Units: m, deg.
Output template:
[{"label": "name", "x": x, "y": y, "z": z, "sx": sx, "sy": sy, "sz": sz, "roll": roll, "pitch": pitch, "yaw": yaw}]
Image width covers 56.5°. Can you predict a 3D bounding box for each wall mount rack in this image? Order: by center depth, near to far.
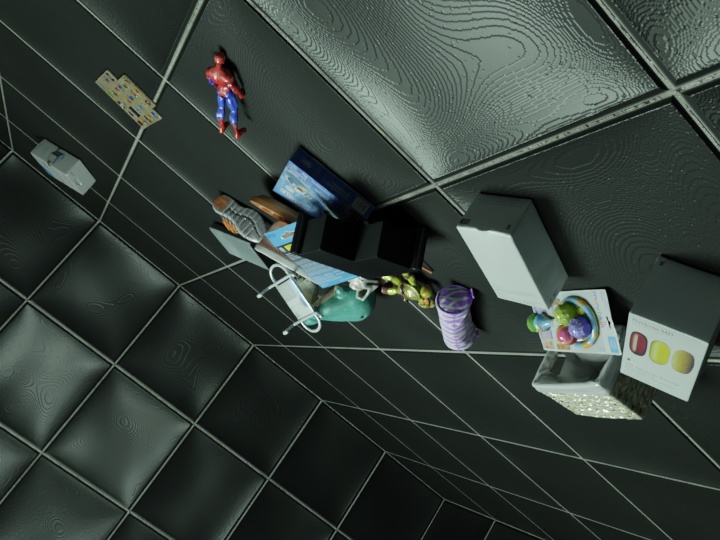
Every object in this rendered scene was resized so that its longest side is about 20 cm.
[{"label": "wall mount rack", "x": -0.158, "y": 0.072, "z": 1.620, "sx": 0.174, "sy": 0.075, "sz": 0.200, "roll": -29, "pitch": 98, "yaw": 43}]

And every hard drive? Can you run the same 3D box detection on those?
[{"label": "hard drive", "x": -0.375, "y": -0.078, "z": 2.129, "sx": 0.199, "sy": 0.033, "sz": 0.140, "roll": 20, "pitch": 155, "yaw": 37}]

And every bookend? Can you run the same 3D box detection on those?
[{"label": "bookend", "x": -0.005, "y": -0.060, "z": 1.347, "sx": 0.199, "sy": 0.093, "sz": 0.198, "roll": 19, "pitch": 165, "yaw": -29}]

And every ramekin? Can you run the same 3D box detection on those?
[{"label": "ramekin", "x": -0.158, "y": -0.047, "z": 1.686, "sx": 0.202, "sy": 0.094, "sz": 0.202, "roll": 29, "pitch": 177, "yaw": 1}]

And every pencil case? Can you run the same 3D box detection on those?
[{"label": "pencil case", "x": 0.220, "y": 0.109, "z": 1.506, "sx": 0.085, "sy": 0.084, "sz": 0.200, "roll": -8, "pitch": 149, "yaw": 10}]

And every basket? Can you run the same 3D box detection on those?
[{"label": "basket", "x": 0.443, "y": 0.193, "z": 1.245, "sx": 0.123, "sy": 0.136, "sz": 0.200, "roll": 38, "pitch": 160, "yaw": -11}]

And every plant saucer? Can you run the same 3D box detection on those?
[{"label": "plant saucer", "x": -0.170, "y": -0.129, "z": 1.608, "sx": 0.200, "sy": 0.032, "sz": 0.200, "roll": 29, "pitch": 177, "yaw": 1}]

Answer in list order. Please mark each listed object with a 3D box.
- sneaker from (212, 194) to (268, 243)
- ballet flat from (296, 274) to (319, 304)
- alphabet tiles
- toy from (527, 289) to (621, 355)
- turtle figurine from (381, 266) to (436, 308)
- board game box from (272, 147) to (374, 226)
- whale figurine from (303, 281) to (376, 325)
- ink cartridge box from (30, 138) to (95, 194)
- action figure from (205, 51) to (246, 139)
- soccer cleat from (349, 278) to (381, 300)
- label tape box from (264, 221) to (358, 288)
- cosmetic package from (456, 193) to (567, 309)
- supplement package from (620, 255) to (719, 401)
[{"label": "sneaker", "x": -0.324, "y": -0.130, "z": 1.885, "sx": 0.200, "sy": 0.078, "sz": 0.112, "roll": 40, "pitch": 167, "yaw": 21}, {"label": "ballet flat", "x": -0.140, "y": 0.028, "z": 1.803, "sx": 0.067, "sy": 0.062, "sz": 0.200, "roll": 36, "pitch": -160, "yaw": -23}, {"label": "alphabet tiles", "x": -0.586, "y": -0.438, "z": 1.702, "sx": 0.167, "sy": 0.008, "sz": 0.200, "roll": 46, "pitch": 158, "yaw": -25}, {"label": "toy", "x": 0.368, "y": 0.098, "z": 1.204, "sx": 0.200, "sy": 0.047, "sz": 0.116, "roll": -8, "pitch": 99, "yaw": 69}, {"label": "turtle figurine", "x": 0.114, "y": 0.045, "z": 1.553, "sx": 0.161, "sy": 0.065, "sz": 0.200, "roll": 15, "pitch": 152, "yaw": 45}, {"label": "board game box", "x": -0.086, "y": -0.157, "z": 1.458, "sx": 0.200, "sy": 0.043, "sz": 0.199, "roll": 38, "pitch": 161, "yaw": -6}, {"label": "whale figurine", "x": -0.049, "y": 0.094, "z": 1.726, "sx": 0.104, "sy": 0.199, "sz": 0.159, "roll": 56, "pitch": 158, "yaw": 26}, {"label": "ink cartridge box", "x": -1.152, "y": -0.401, "z": 2.599, "sx": 0.199, "sy": 0.086, "sz": 0.147, "roll": 28, "pitch": 159, "yaw": 17}, {"label": "action figure", "x": -0.264, "y": -0.347, "z": 1.317, "sx": 0.065, "sy": 0.052, "sz": 0.200, "roll": 26, "pitch": 154, "yaw": 12}, {"label": "soccer cleat", "x": 0.000, "y": 0.000, "z": 1.608, "sx": 0.068, "sy": 0.085, "sz": 0.200, "roll": 26, "pitch": 158, "yaw": 26}, {"label": "label tape box", "x": -0.097, "y": -0.053, "z": 1.507, "sx": 0.143, "sy": 0.066, "sz": 0.200, "roll": -16, "pitch": 129, "yaw": 45}, {"label": "cosmetic package", "x": 0.258, "y": -0.031, "z": 1.126, "sx": 0.113, "sy": 0.081, "sz": 0.200, "roll": 16, "pitch": 151, "yaw": 43}, {"label": "supplement package", "x": 0.469, "y": 0.090, "z": 1.004, "sx": 0.113, "sy": 0.110, "sz": 0.200, "roll": 24, "pitch": 157, "yaw": 30}]
